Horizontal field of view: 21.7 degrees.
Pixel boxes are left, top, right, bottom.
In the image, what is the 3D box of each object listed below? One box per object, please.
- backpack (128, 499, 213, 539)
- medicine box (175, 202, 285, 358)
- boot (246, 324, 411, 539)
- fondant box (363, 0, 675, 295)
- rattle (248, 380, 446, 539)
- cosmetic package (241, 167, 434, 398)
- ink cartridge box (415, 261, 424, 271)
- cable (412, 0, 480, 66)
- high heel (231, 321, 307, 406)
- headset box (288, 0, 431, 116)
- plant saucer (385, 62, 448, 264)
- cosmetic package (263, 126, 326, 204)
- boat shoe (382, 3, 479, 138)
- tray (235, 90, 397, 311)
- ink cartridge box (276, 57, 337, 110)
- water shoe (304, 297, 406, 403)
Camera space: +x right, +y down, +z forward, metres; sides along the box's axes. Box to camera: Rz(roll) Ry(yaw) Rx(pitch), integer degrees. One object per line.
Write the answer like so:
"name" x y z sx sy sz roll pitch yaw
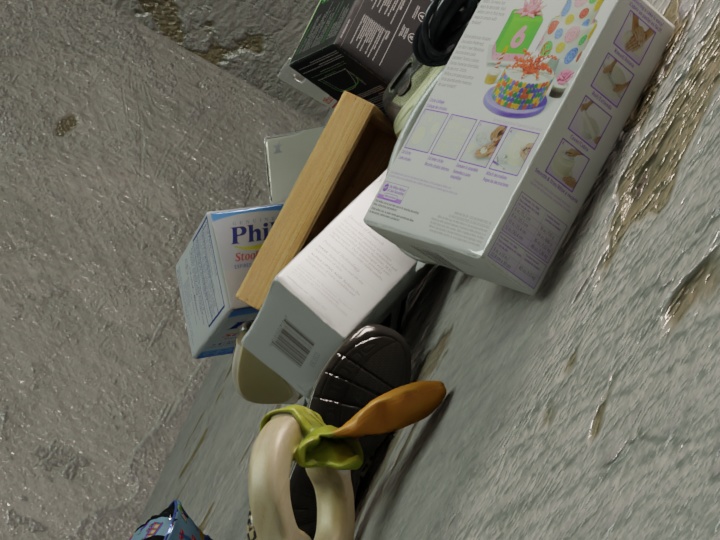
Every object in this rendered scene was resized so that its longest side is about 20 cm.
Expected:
"backpack" -0.175 0.311 1.688 0.200 0.134 0.184 -55 9 53
"medicine box" -0.073 0.005 1.846 0.200 0.180 0.104 135 125 -69
"boot" -0.030 0.149 1.510 0.151 0.073 0.202 133 158 -68
"fondant box" 0.102 -0.095 1.238 0.144 0.058 0.201 20 81 56
"rattle" -0.006 0.190 1.316 0.131 0.141 0.202 73 -162 -52
"cosmetic package" 0.000 0.000 1.583 0.200 0.081 0.113 -47 -7 -37
"ink cartridge box" 0.117 -0.095 1.469 0.162 0.050 0.202 140 152 -72
"cable" 0.109 -0.209 1.430 0.199 0.051 0.163 -26 -4 -37
"high heel" -0.060 0.065 1.741 0.201 0.071 0.144 63 -141 -49
"headset box" 0.065 -0.211 1.712 0.093 0.199 0.175 -12 49 60
"plant saucer" 0.101 -0.085 1.331 0.199 0.050 0.202 -33 39 32
"cosmetic package" -0.023 -0.084 1.908 0.200 0.104 0.072 39 -137 -72
"boat shoe" 0.082 -0.194 1.577 0.073 0.065 0.200 7 -51 -53
"tray" -0.033 -0.049 1.643 0.201 0.037 0.099 -61 -23 -2
"ink cartridge box" 0.024 -0.177 1.840 0.068 0.199 0.115 -62 7 -7
"water shoe" 0.011 0.047 1.700 0.079 0.071 0.201 64 -133 -63
